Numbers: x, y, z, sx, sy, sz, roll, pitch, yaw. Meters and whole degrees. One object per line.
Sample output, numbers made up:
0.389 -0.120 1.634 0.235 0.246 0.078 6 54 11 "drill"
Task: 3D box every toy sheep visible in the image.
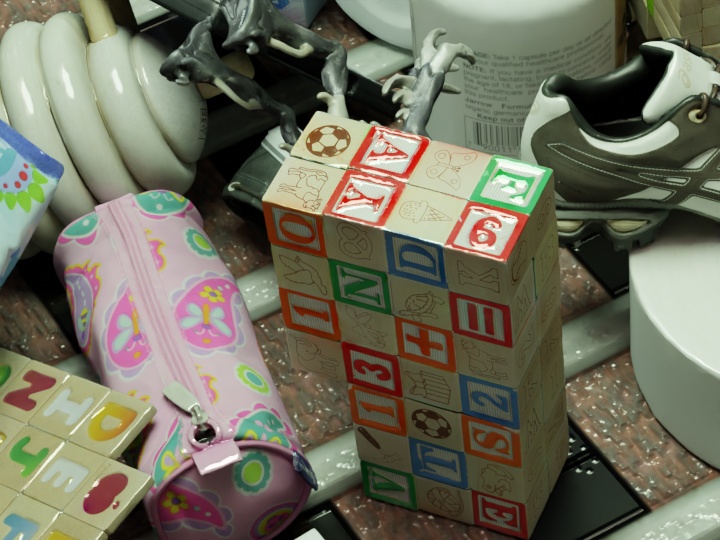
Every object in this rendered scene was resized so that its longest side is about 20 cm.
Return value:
-0.151 -0.077 1.292 0.200 0.138 0.138 -22 44 14 "toy sheep"

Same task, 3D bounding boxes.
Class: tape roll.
0.232 0.014 1.204 0.202 0.071 0.203 -3 45 3 "tape roll"

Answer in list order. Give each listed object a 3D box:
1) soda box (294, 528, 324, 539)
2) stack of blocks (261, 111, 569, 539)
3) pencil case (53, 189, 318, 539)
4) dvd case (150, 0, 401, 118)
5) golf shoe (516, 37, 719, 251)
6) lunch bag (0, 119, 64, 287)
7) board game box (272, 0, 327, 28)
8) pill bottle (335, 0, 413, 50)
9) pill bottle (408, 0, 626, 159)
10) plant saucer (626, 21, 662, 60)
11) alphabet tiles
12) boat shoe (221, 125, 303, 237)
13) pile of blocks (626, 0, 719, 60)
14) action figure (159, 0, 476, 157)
0.010 0.205 1.050 0.068 0.064 0.200 -29 49 -20 "soda box"
0.029 0.029 1.122 0.115 0.200 0.059 14 51 20 "stack of blocks"
-0.088 0.048 1.200 0.087 0.088 0.200 -16 46 -9 "pencil case"
-0.077 -0.137 1.322 0.143 0.200 0.018 29 94 30 "dvd case"
0.175 -0.067 1.177 0.199 0.095 0.078 -10 44 -4 "golf shoe"
-0.258 0.015 1.202 0.200 0.127 0.170 -27 30 45 "lunch bag"
-0.078 -0.245 1.511 0.199 0.041 0.200 17 51 21 "board game box"
0.068 -0.227 1.428 0.112 0.112 0.200 21 51 25 "pill bottle"
0.082 -0.143 1.282 0.114 0.200 0.115 -3 46 3 "pill bottle"
0.238 -0.150 1.318 0.200 0.030 0.200 -25 16 8 "plant saucer"
-0.188 0.109 1.149 0.200 0.006 0.166 16 57 46 "alphabet tiles"
0.000 0.000 1.256 0.057 0.069 0.200 -42 52 -3 "boat shoe"
0.169 -0.164 1.276 0.062 0.082 0.200 -13 18 -6 "pile of blocks"
0.008 -0.063 1.169 0.200 0.119 0.102 41 42 -5 "action figure"
